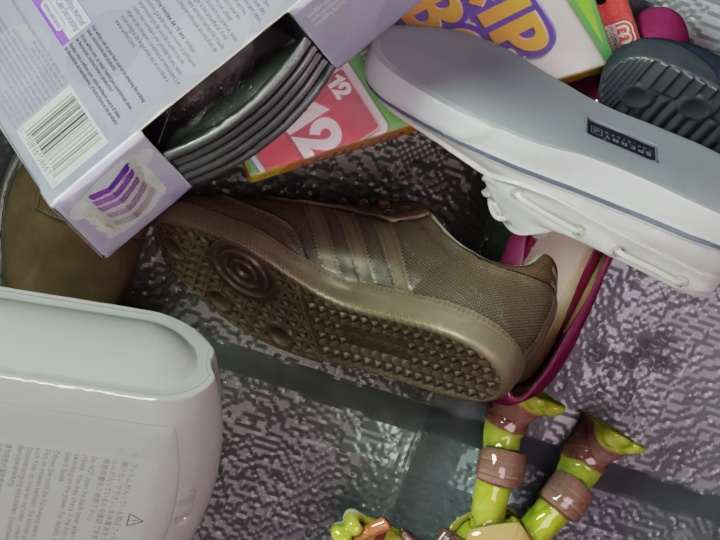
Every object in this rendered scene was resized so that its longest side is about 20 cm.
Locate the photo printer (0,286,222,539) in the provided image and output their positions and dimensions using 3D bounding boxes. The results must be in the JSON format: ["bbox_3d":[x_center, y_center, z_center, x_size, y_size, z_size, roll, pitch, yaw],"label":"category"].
[{"bbox_3d":[-0.166,0.083,1.340,0.199,0.070,0.167,9,131,-11],"label":"photo printer"}]

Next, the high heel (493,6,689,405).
[{"bbox_3d":[0.107,-0.030,1.367,0.067,0.096,0.201,32,99,-16],"label":"high heel"}]

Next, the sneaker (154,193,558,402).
[{"bbox_3d":[0.000,0.000,1.354,0.199,0.076,0.071,22,144,22],"label":"sneaker"}]

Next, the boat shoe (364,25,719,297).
[{"bbox_3d":[0.086,-0.044,1.315,0.199,0.074,0.066,27,124,-2],"label":"boat shoe"}]

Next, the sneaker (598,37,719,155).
[{"bbox_3d":[0.197,-0.074,1.377,0.199,0.082,0.070,27,142,-26],"label":"sneaker"}]

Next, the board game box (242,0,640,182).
[{"bbox_3d":[0.028,-0.117,1.351,0.199,0.030,0.096,-17,86,-7],"label":"board game box"}]

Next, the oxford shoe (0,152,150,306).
[{"bbox_3d":[-0.124,-0.039,1.332,0.072,0.084,0.201,9,107,-17],"label":"oxford shoe"}]

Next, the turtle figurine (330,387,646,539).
[{"bbox_3d":[0.077,0.144,1.428,0.199,0.064,0.162,27,92,-7],"label":"turtle figurine"}]

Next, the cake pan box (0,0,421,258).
[{"bbox_3d":[-0.088,-0.126,1.257,0.184,0.200,0.052,-41,138,3],"label":"cake pan box"}]
